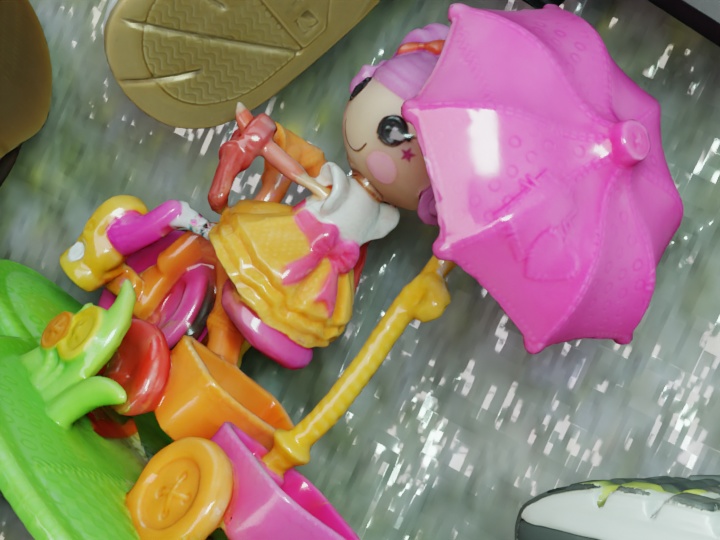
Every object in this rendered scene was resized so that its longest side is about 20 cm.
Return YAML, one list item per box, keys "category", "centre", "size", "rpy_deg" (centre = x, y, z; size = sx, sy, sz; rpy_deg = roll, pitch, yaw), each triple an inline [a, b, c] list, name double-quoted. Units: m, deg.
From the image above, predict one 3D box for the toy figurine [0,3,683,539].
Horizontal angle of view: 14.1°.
- category: "toy figurine"
  centre: [0.000, 0.000, 0.791]
  size: [0.184, 0.150, 0.200]
  rpy_deg: [-44, 38, 9]

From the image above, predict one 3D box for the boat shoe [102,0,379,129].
- category: "boat shoe"
  centre: [0.007, -0.122, 0.835]
  size: [0.200, 0.071, 0.069]
  rpy_deg: [-33, 27, 3]

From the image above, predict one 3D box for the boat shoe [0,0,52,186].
- category: "boat shoe"
  centre: [-0.141, -0.031, 0.850]
  size: [0.070, 0.200, 0.070]
  rpy_deg: [-39, 111, 24]

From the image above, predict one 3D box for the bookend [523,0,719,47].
- category: "bookend"
  centre: [0.156, -0.115, 0.730]
  size: [0.200, 0.092, 0.199]
  rpy_deg: [35, 94, 25]

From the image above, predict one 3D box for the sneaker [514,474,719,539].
- category: "sneaker"
  centre: [0.122, 0.106, 0.737]
  size: [0.199, 0.074, 0.085]
  rpy_deg: [15, 97, 33]
